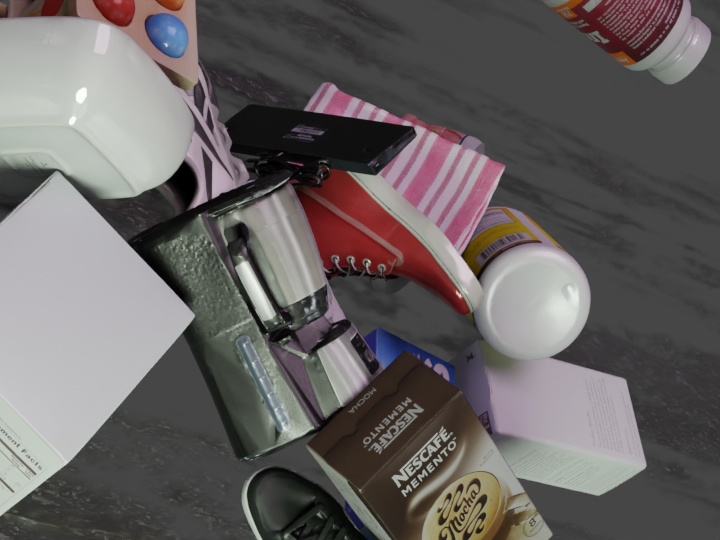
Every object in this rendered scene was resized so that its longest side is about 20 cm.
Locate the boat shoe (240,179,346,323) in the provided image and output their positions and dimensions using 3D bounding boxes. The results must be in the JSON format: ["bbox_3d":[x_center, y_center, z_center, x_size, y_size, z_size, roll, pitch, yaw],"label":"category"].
[{"bbox_3d":[-0.063,0.021,1.599,0.201,0.073,0.067,64,-2,-4],"label":"boat shoe"}]

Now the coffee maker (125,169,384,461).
[{"bbox_3d":[-0.098,0.043,1.524,0.135,0.192,0.201,-34,102,-56],"label":"coffee maker"}]

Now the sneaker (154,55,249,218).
[{"bbox_3d":[-0.168,-0.127,1.635,0.088,0.074,0.201,-14,71,-52],"label":"sneaker"}]

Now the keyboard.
[{"bbox_3d":[-0.051,-0.102,1.675,0.104,0.199,0.040,-39,127,-38],"label":"keyboard"}]

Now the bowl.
[{"bbox_3d":[-0.242,-0.113,1.431,0.200,0.199,0.075,55,38,-61],"label":"bowl"}]

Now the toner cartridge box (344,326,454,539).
[{"bbox_3d":[0.036,0.155,1.649,0.095,0.043,0.201,26,45,-28],"label":"toner cartridge box"}]

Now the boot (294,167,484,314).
[{"bbox_3d":[0.000,0.000,1.657,0.144,0.072,0.200,-44,70,-11],"label":"boot"}]

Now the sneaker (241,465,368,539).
[{"bbox_3d":[-0.006,0.228,1.482,0.073,0.112,0.200,-41,94,-23],"label":"sneaker"}]

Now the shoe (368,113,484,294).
[{"bbox_3d":[0.036,-0.067,1.810,0.091,0.072,0.200,24,57,17],"label":"shoe"}]

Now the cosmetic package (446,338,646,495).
[{"bbox_3d":[0.171,0.141,1.776,0.199,0.074,0.102,16,50,-35],"label":"cosmetic package"}]

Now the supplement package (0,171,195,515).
[{"bbox_3d":[-0.246,0.054,1.386,0.156,0.111,0.200,47,39,-7],"label":"supplement package"}]

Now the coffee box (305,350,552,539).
[{"bbox_3d":[0.057,0.175,1.497,0.080,0.113,0.200,35,-16,48],"label":"coffee box"}]

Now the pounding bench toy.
[{"bbox_3d":[-0.223,-0.221,1.576,0.124,0.156,0.201,28,40,-35],"label":"pounding bench toy"}]

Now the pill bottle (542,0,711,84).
[{"bbox_3d":[0.318,-0.311,2.243,0.200,0.113,0.113,34,42,-22],"label":"pill bottle"}]

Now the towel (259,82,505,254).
[{"bbox_3d":[0.022,-0.090,1.755,0.199,0.030,0.147,26,53,6],"label":"towel"}]

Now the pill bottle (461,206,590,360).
[{"bbox_3d":[0.138,0.005,1.762,0.109,0.109,0.200,38,6,-17],"label":"pill bottle"}]
